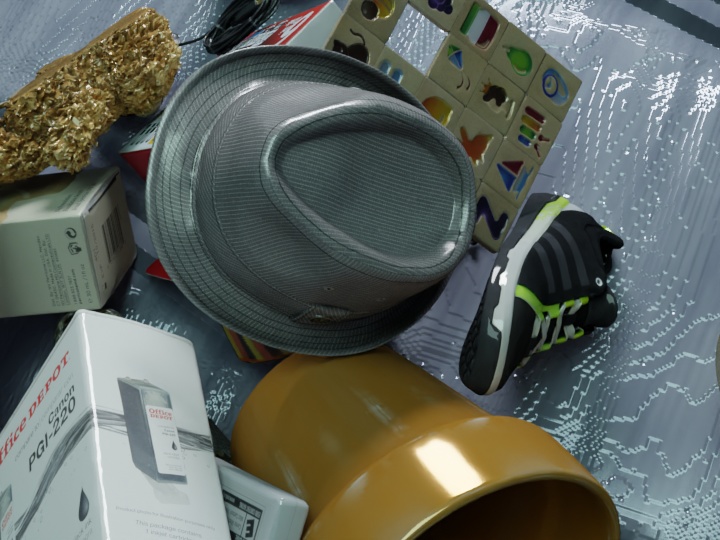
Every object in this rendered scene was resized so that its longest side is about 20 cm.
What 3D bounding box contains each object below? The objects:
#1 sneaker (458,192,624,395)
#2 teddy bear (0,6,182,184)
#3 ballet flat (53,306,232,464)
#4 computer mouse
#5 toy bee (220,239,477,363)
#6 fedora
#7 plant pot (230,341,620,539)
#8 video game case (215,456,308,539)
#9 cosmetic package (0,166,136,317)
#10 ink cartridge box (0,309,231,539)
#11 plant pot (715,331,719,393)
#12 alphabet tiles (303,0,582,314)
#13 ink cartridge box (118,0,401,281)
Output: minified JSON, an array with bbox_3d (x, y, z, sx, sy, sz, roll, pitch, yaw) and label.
[{"bbox_3d":[0.123,0.013,0.897,0.082,0.072,0.200,23,39,8],"label":"sneaker"},{"bbox_3d":[-0.210,-0.105,0.997,0.200,0.067,0.144,-42,23,-25],"label":"teddy bear"},{"bbox_3d":[-0.145,0.096,0.945,0.072,0.072,0.200,-38,63,-10],"label":"ballet flat"},{"bbox_3d":[-0.126,-0.160,1.048,0.199,0.034,0.059,-17,51,40],"label":"computer mouse"},{"bbox_3d":[0.000,0.000,0.931,0.131,0.109,0.200,41,92,-17],"label":"toy bee"},{"bbox_3d":[-0.013,-0.043,0.801,0.198,0.090,0.179,21,77,-24],"label":"fedora"},{"bbox_3d":[0.018,0.141,0.832,0.199,0.201,0.183,-36,46,-8],"label":"plant pot"},{"bbox_3d":[-0.105,0.197,0.812,0.199,0.023,0.184,10,83,60],"label":"video game case"},{"bbox_3d":[-0.268,-0.016,1.001,0.197,0.072,0.105,-6,22,7],"label":"cosmetic package"},{"bbox_3d":[-0.146,0.145,0.802,0.146,0.084,0.201,-53,34,28],"label":"ink cartridge box"},{"bbox_3d":[0.343,0.047,0.824,0.199,0.188,0.187,-31,60,-22],"label":"plant pot"},{"bbox_3d":[0.037,-0.083,0.884,0.167,0.008,0.201,35,73,-21],"label":"alphabet tiles"},{"bbox_3d":[-0.085,-0.080,0.948,0.176,0.200,0.084,-46,106,-14],"label":"ink cartridge box"}]
